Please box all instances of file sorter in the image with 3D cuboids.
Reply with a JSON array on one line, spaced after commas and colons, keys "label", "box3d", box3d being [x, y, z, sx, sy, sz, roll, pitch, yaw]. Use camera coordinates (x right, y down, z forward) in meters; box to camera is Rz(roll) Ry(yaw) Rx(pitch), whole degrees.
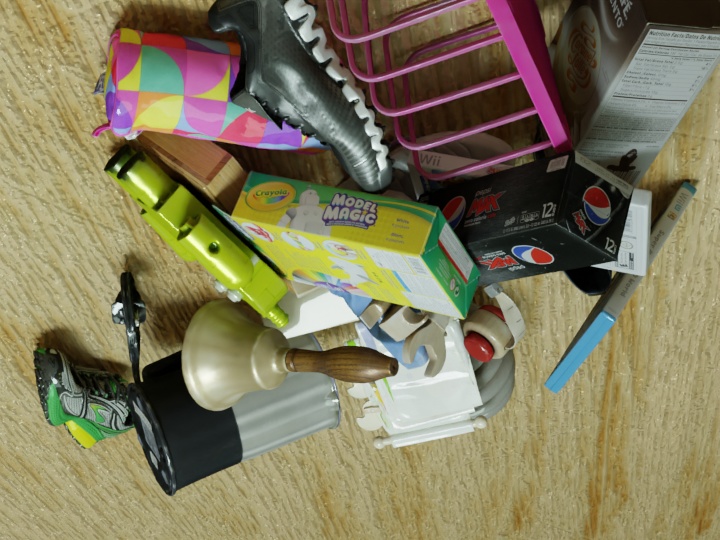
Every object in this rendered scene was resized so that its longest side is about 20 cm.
[{"label": "file sorter", "box3d": [0.061, -0.177, 1.021, 0.124, 0.140, 0.200, -17, 148, 15]}]

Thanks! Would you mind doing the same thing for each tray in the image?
[{"label": "tray", "box3d": [-0.113, -0.056, 1.212, 0.037, 0.098, 0.200, -49, 147, -10]}]

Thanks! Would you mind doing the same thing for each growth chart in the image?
[{"label": "growth chart", "box3d": [0.053, 0.098, 1.413, 0.143, 0.018, 0.201, -5, 121, 13]}]

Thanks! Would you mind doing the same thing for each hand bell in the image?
[{"label": "hand bell", "box3d": [-0.052, 0.082, 1.244, 0.199, 0.105, 0.104, 3, 159, 36]}]

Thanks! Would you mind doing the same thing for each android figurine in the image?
[{"label": "android figurine", "box3d": [-0.135, -0.025, 1.198, 0.041, 0.182, 0.200, -47, 113, -7]}]

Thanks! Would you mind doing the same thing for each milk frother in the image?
[{"label": "milk frother", "box3d": [-0.141, 0.087, 1.385, 0.187, 0.181, 0.201, -20, 138, -21]}]

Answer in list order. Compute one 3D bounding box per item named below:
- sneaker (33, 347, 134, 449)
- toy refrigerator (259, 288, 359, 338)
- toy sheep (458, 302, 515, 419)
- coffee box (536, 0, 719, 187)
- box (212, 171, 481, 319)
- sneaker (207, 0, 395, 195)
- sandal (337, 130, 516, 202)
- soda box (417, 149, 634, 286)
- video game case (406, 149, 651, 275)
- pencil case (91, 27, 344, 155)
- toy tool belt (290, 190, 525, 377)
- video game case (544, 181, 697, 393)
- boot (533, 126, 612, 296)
[{"label": "sneaker", "box3d": [-0.292, 0.127, 1.499, 0.084, 0.079, 0.200, -19, 157, 3]}, {"label": "toy refrigerator", "box3d": [0.000, 0.000, 1.337, 0.198, 0.076, 0.070, -15, 112, 10]}, {"label": "toy sheep", "box3d": [0.102, 0.101, 1.496, 0.137, 0.139, 0.200, -17, 143, 14]}, {"label": "coffee box", "box3d": [0.210, -0.167, 1.101, 0.079, 0.115, 0.201, 2, 146, -15]}, {"label": "box", "box3d": [-0.014, -0.022, 1.113, 0.198, 0.049, 0.117, 11, 158, 28]}, {"label": "sneaker", "box3d": [-0.048, -0.133, 1.042, 0.090, 0.066, 0.201, -32, 109, -4]}, {"label": "sandal", "box3d": [0.050, -0.092, 1.248, 0.202, 0.050, 0.082, -18, 136, 39]}, {"label": "soda box", "box3d": [0.120, -0.036, 1.106, 0.070, 0.064, 0.199, 27, 160, -28]}, {"label": "video game case", "box3d": [0.145, -0.048, 1.178, 0.198, 0.018, 0.143, 11, 160, 15]}, {"label": "pencil case", "box3d": [-0.109, -0.138, 1.094, 0.198, 0.089, 0.089, 3, 147, -19]}, {"label": "toy tool belt", "box3d": [0.036, 0.034, 1.232, 0.200, 0.123, 0.125, 44, 157, -7]}, {"label": "video game case", "box3d": [0.254, 0.017, 1.362, 0.018, 0.200, 0.143, 34, 144, 6]}, {"label": "boot", "box3d": [0.207, -0.060, 1.288, 0.074, 0.098, 0.200, -14, 149, 10]}]
